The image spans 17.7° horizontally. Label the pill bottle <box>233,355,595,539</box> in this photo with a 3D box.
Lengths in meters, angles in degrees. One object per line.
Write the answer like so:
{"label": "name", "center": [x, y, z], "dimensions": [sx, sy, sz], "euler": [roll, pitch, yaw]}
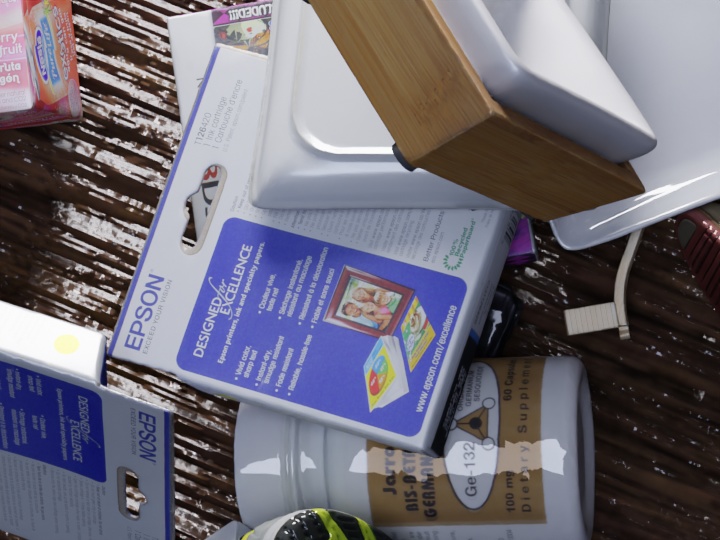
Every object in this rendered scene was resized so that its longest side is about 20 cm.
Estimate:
{"label": "pill bottle", "center": [0.033, 0.109, 1.352], "dimensions": [0.200, 0.114, 0.115], "euler": [-3, 90, 11]}

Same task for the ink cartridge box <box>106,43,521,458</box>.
{"label": "ink cartridge box", "center": [-0.019, -0.013, 1.320], "dimensions": [0.200, 0.047, 0.198], "euler": [15, 80, 21]}

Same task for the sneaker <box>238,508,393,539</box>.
{"label": "sneaker", "center": [0.015, 0.185, 1.316], "dimensions": [0.200, 0.076, 0.075], "euler": [34, 68, -30]}

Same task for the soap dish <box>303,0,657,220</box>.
{"label": "soap dish", "center": [0.058, -0.109, 1.180], "dimensions": [0.081, 0.200, 0.157], "euler": [-38, 66, 17]}

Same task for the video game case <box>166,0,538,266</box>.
{"label": "video game case", "center": [-0.006, -0.079, 1.378], "dimensions": [0.200, 0.036, 0.182], "euler": [-9, 80, 5]}

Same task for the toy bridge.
{"label": "toy bridge", "center": [0.140, -0.058, 1.375], "dimensions": [0.067, 0.027, 0.200], "euler": [-11, 87, 9]}

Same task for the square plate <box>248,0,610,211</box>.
{"label": "square plate", "center": [0.040, -0.129, 1.304], "dimensions": [0.200, 0.028, 0.198], "euler": [1, 71, 13]}

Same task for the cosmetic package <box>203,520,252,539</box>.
{"label": "cosmetic package", "center": [-0.123, 0.243, 1.354], "dimensions": [0.200, 0.102, 0.074], "euler": [-34, 121, 22]}

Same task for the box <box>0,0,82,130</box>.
{"label": "box", "center": [-0.282, -0.129, 1.418], "dimensions": [0.200, 0.103, 0.095], "euler": [-6, 89, 12]}

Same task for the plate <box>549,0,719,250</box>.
{"label": "plate", "center": [0.176, -0.133, 1.349], "dimensions": [0.200, 0.032, 0.200], "euler": [-19, 84, -3]}

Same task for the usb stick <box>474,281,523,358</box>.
{"label": "usb stick", "center": [0.000, 0.000, 1.400], "dimensions": [0.200, 0.033, 0.056], "euler": [24, 98, 10]}

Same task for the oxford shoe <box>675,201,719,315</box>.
{"label": "oxford shoe", "center": [0.270, 0.023, 1.342], "dimensions": [0.200, 0.070, 0.075], "euler": [44, 71, 9]}

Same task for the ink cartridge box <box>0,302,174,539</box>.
{"label": "ink cartridge box", "center": [-0.195, 0.094, 1.359], "dimensions": [0.200, 0.198, 0.047], "euler": [16, 52, 8]}
